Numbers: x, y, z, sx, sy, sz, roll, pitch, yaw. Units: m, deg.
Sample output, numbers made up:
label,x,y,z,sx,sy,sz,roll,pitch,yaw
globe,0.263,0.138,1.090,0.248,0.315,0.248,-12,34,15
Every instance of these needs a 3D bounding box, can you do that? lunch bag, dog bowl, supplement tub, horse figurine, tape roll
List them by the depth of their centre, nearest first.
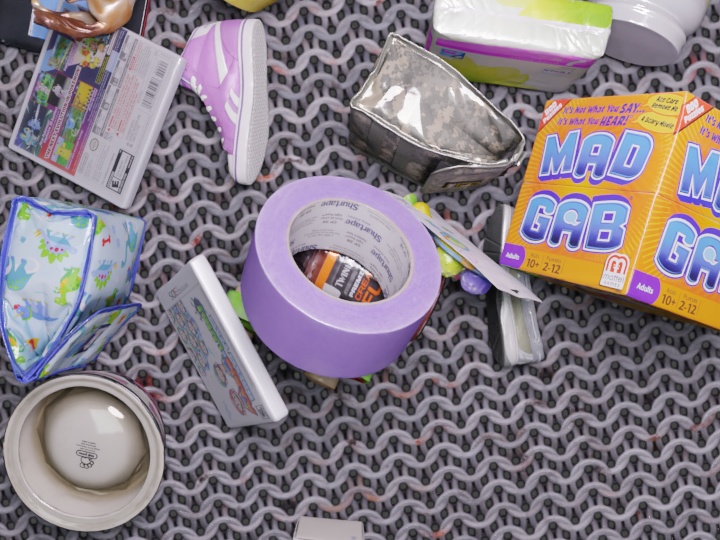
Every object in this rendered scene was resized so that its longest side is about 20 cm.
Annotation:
label,x,y,z,sx,sy,sz,roll,pitch,yaw
tape roll,-0.021,0.003,0.747,0.196,0.085,0.203,11,50,-13
lunch bag,0.090,-0.162,0.853,0.198,0.164,0.119,30,86,0
supplement tub,0.357,-0.366,0.856,0.143,0.145,0.203,22,92,-1
lunch bag,-0.343,0.024,0.857,0.125,0.170,0.204,13,91,3
horse figurine,-0.307,-0.345,0.860,0.131,0.050,0.203,24,68,-4
supplement tub,0.000,0.000,0.887,0.197,0.107,0.108,26,92,-1
dog bowl,-0.335,0.217,0.901,0.196,0.074,0.204,0,99,-1

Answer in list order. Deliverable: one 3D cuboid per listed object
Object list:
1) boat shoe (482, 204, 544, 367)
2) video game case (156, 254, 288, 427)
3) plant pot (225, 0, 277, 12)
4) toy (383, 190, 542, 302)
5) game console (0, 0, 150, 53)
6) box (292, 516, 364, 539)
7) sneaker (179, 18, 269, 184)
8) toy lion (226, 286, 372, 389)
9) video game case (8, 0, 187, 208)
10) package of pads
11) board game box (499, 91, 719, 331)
label,x,y,z,sx,sy,sz,roll,pitch,yaw
boat shoe,0.196,0.019,0.908,0.063,0.074,0.206,-5,94,-8
video game case,-0.172,0.094,0.861,0.024,0.181,0.202,-29,92,-30
plant pot,-0.131,-0.399,0.850,0.199,0.200,0.143,37,116,-1
toy,0.109,-0.017,0.842,0.048,0.114,0.200,-54,54,17
game console,-0.364,-0.360,0.914,0.196,0.031,0.180,13,92,0
box,-0.048,0.429,0.915,0.093,0.078,0.204,7,92,0
sneaker,-0.177,-0.210,0.906,0.112,0.073,0.205,0,89,11
toy lion,-0.076,0.078,0.843,0.197,0.192,0.070,27,78,0
video game case,-0.332,-0.208,0.899,0.180,0.023,0.203,27,100,7
package of pads,0.177,-0.272,0.855,0.196,0.155,0.070,9,89,1
board game box,0.315,-0.063,0.804,0.197,0.199,0.203,16,92,-29
